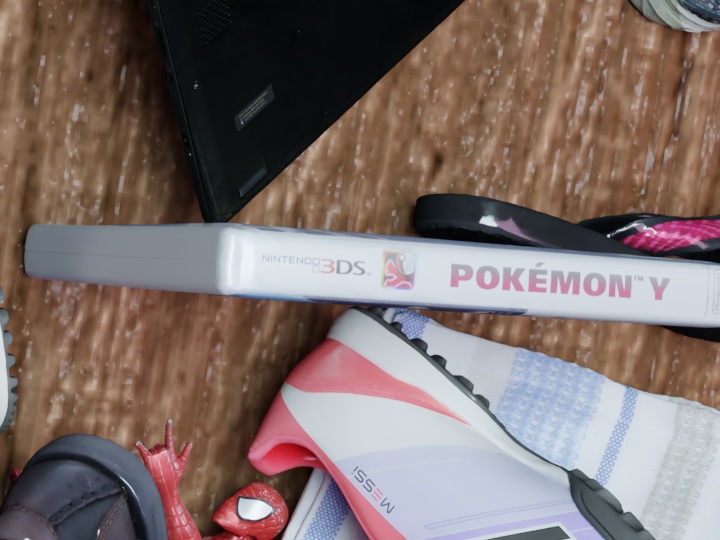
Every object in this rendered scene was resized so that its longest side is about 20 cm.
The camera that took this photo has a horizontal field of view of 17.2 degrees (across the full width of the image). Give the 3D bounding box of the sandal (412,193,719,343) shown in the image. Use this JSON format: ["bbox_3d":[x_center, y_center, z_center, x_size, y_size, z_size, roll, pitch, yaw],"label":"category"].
[{"bbox_3d":[0.115,-0.008,0.938,0.199,0.075,0.045,20,78,-23],"label":"sandal"}]

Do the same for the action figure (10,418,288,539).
[{"bbox_3d":[-0.118,0.113,0.847,0.199,0.065,0.099,-28,117,-19],"label":"action figure"}]

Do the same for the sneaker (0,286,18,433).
[{"bbox_3d":[-0.179,-0.027,0.797,0.090,0.070,0.201,-18,107,-25],"label":"sneaker"}]

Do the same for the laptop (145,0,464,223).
[{"bbox_3d":[-0.050,-0.160,0.844,0.187,0.116,0.201,-44,142,-30],"label":"laptop"}]

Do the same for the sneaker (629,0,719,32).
[{"bbox_3d":[0.129,-0.188,0.907,0.077,0.086,0.201,-29,109,-19],"label":"sneaker"}]

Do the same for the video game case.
[{"bbox_3d":[0.000,0.000,0.812,0.181,0.200,0.023,4,90,-25],"label":"video game case"}]

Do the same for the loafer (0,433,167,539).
[{"bbox_3d":[-0.098,0.156,0.787,0.063,0.071,0.201,-37,129,-60],"label":"loafer"}]

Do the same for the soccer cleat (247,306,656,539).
[{"bbox_3d":[0.046,0.093,0.829,0.073,0.200,0.068,-47,151,-7],"label":"soccer cleat"}]

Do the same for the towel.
[{"bbox_3d":[0.072,0.099,0.868,0.024,0.199,0.147,75,37,-59],"label":"towel"}]
